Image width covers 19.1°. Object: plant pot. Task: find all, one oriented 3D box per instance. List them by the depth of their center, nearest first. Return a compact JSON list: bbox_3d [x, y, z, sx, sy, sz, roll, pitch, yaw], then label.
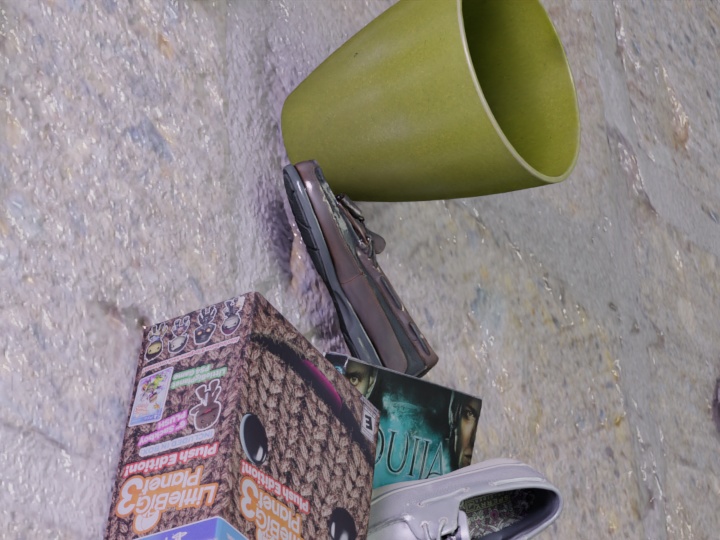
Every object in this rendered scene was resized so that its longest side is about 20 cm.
[{"bbox_3d":[0.043,-0.129,1.694,0.187,0.199,0.188,38,42,-45],"label":"plant pot"}]

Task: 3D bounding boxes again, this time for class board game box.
[{"bbox_3d":[-0.076,0.146,1.436,0.159,0.097,0.201,45,38,-39],"label":"board game box"},{"bbox_3d":[0.022,0.145,1.631,0.200,0.028,0.136,20,79,-55],"label":"board game box"}]

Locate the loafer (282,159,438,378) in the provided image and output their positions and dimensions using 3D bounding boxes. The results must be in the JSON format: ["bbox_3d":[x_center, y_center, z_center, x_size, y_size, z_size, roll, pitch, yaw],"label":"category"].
[{"bbox_3d":[0.000,0.000,1.668,0.072,0.063,0.201,-139,-154,-73],"label":"loafer"}]

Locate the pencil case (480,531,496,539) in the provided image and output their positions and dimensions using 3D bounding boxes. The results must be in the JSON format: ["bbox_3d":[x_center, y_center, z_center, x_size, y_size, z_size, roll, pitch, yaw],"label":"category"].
[{"bbox_3d":[0.101,0.295,1.652,0.201,0.087,0.088,68,28,-22],"label":"pencil case"}]

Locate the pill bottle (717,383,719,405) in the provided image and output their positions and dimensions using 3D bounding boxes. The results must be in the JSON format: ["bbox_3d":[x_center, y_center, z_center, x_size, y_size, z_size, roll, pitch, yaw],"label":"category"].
[{"bbox_3d":[0.484,0.191,2.365,0.200,0.112,0.112,57,32,-22],"label":"pill bottle"}]

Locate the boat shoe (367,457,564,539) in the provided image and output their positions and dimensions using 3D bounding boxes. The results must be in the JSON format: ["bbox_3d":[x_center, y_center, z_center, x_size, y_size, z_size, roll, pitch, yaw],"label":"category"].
[{"bbox_3d":[0.060,0.187,1.562,0.200,0.071,0.070,-18,105,-27],"label":"boat shoe"}]
